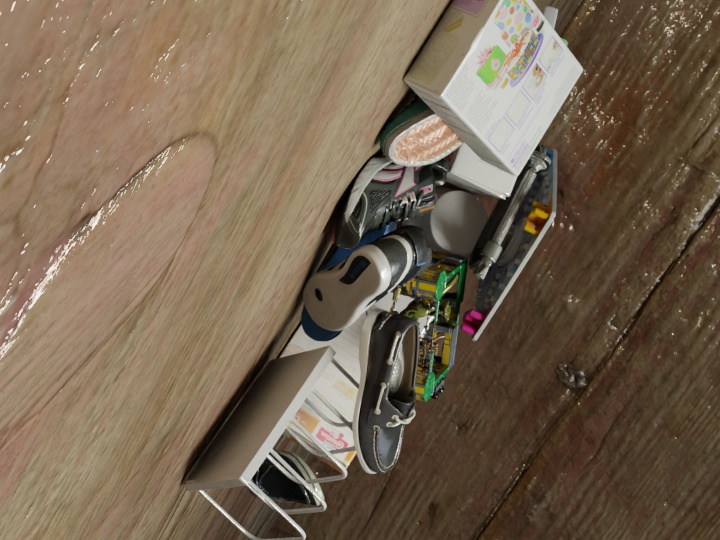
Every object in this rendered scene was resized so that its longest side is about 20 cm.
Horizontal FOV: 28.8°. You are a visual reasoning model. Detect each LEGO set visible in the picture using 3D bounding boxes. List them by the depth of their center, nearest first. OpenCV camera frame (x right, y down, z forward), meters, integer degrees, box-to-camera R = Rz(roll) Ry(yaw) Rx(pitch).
[{"bbox_3d":[0.054,0.056,1.740,0.154,0.115,0.202,-46,144,-56],"label":"LEGO set"}]

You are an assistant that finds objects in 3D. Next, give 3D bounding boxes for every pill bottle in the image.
[{"bbox_3d":[0.091,-0.052,1.858,0.109,0.108,0.200,-56,-167,-16],"label":"pill bottle"}]

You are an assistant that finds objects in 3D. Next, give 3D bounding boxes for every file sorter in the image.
[{"bbox_3d":[-0.085,0.212,1.672,0.138,0.125,0.201,-18,-149,54],"label":"file sorter"}]

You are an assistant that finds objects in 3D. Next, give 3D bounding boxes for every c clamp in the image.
[{"bbox_3d":[0.181,-0.072,1.694,0.201,0.027,0.171,-62,-177,-14],"label":"c clamp"}]

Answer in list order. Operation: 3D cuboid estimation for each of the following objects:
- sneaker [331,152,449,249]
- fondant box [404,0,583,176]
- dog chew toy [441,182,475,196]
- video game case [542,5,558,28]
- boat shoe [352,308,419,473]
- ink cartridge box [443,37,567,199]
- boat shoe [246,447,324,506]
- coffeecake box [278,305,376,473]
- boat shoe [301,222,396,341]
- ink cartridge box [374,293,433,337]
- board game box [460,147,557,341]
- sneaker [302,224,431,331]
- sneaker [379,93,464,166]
[{"bbox_3d":[0.043,-0.089,1.584,0.200,0.086,0.081,-53,172,-39],"label":"sneaker"},{"bbox_3d":[0.147,-0.210,1.504,0.145,0.058,0.200,-58,144,-3],"label":"fondant box"},{"bbox_3d":[0.154,-0.197,1.885,0.125,0.124,0.201,114,2,-60],"label":"dog chew toy"},{"bbox_3d":[0.224,-0.217,1.856,0.183,0.022,0.202,87,17,-69],"label":"video game case"},{"bbox_3d":[0.036,0.146,1.637,0.074,0.060,0.202,-11,108,-54],"label":"boat shoe"},{"bbox_3d":[0.161,-0.197,1.714,0.145,0.083,0.202,-156,-93,-78],"label":"ink cartridge box"},{"bbox_3d":[-0.117,0.266,1.813,0.062,0.199,0.075,-36,122,-27],"label":"boat shoe"},{"bbox_3d":[-0.031,0.140,1.860,0.201,0.153,0.073,-56,176,-17],"label":"coffeecake box"},{"bbox_3d":[0.000,0.000,1.710,0.201,0.084,0.069,-57,164,14],"label":"boat shoe"},{"bbox_3d":[0.010,0.088,1.991,0.201,0.145,0.084,-57,176,-4],"label":"ink cartridge box"},{"bbox_3d":[0.186,-0.038,1.760,0.201,0.026,0.200,-60,-173,28],"label":"board game box"},{"bbox_3d":[0.018,0.007,1.625,0.111,0.074,0.200,-26,177,-31],"label":"sneaker"},{"bbox_3d":[0.085,-0.181,1.573,0.199,0.080,0.072,-29,143,-33],"label":"sneaker"}]
